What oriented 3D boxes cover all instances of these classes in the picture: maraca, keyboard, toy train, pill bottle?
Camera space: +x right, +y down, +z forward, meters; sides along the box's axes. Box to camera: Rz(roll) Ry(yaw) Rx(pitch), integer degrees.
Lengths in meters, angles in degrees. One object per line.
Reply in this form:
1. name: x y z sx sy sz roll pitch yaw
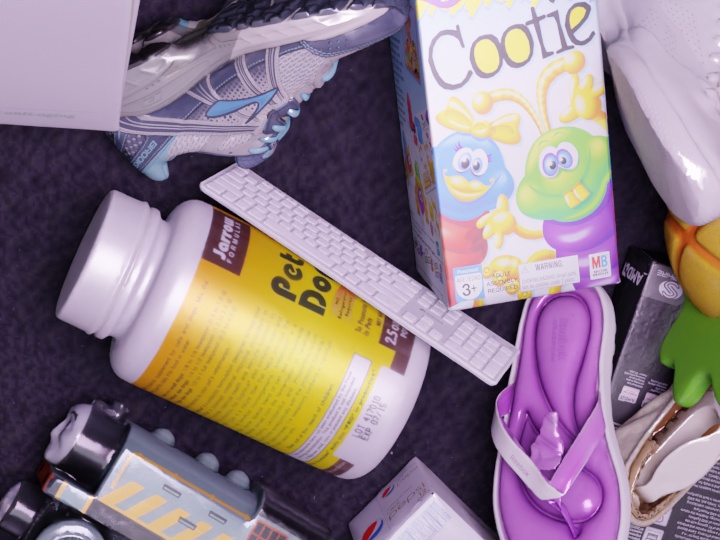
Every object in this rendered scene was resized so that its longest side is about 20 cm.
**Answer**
1. maraca: 0.220 -0.019 0.970 0.106 0.137 0.202 22 80 -16
2. keyboard: 0.000 0.000 0.981 0.199 0.056 0.011 34 108 8
3. toy train: -0.112 0.160 1.029 0.199 0.085 0.115 32 84 -13
4. pill bottle: -0.067 0.032 0.986 0.198 0.109 0.110 26 98 -14

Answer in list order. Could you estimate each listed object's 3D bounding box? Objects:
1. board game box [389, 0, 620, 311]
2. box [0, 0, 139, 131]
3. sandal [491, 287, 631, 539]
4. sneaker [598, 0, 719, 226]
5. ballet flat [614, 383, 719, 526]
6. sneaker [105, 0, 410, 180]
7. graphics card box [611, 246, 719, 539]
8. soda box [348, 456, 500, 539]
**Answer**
1. board game box: 0.078 -0.094 0.982 0.102 0.105 0.203 -9 105 -7
2. box: -0.203 -0.185 0.843 0.196 0.200 0.173 2 70 -10
3. sandal: 0.108 0.090 1.004 0.082 0.205 0.050 -13 147 24
4. sneaker: 0.179 -0.114 0.948 0.087 0.201 0.076 -17 139 3
5. ballet flat: 0.217 0.075 1.014 0.067 0.062 0.200 42 92 -15
6. sneaker: -0.056 -0.108 0.960 0.198 0.078 0.087 -15 119 24
7. graphics card box: 0.194 0.098 1.074 0.124 0.051 0.202 15 101 -12
8. soda box: 0.085 0.210 1.074 0.064 0.068 0.200 -44 105 3
